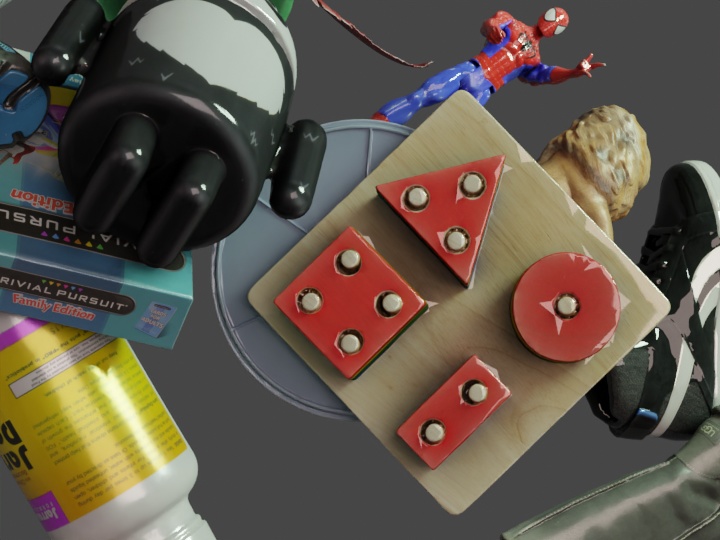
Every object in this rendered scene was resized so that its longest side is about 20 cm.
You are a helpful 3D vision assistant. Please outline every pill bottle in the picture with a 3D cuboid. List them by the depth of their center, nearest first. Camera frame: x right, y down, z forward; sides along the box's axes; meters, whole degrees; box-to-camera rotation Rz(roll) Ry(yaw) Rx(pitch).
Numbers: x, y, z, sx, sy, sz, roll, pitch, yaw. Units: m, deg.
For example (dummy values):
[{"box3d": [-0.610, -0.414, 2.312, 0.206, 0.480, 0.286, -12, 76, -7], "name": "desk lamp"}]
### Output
[{"box3d": [-0.170, 0.104, 1.263, 0.104, 0.104, 0.200, -31, 93, -21], "name": "pill bottle"}]

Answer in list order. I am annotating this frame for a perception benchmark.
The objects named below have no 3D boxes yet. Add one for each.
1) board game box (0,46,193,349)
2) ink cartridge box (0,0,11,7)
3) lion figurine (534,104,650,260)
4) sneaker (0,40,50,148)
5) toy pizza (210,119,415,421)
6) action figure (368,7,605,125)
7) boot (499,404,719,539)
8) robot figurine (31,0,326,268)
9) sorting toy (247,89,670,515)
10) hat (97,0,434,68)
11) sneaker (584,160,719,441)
[{"box3d": [-0.182, -0.051, 1.253, 0.151, 0.047, 0.200, 13, 39, -18], "name": "board game box"}, {"box3d": [-0.304, -0.203, 1.272, 0.200, 0.083, 0.147, -37, 95, -21], "name": "ink cartridge box"}, {"box3d": [0.113, -0.042, 1.404, 0.199, 0.072, 0.123, -12, 76, -12], "name": "lion figurine"}, {"box3d": [-0.285, -0.118, 1.185, 0.199, 0.082, 0.073, 12, 111, -27], "name": "sneaker"}, {"box3d": [0.000, 0.000, 1.355, 0.199, 0.032, 0.201, 0, 86, 3], "name": "toy pizza"}, {"box3d": [0.083, -0.126, 1.395, 0.200, 0.099, 0.065, -40, 104, -23], "name": "action figure"}, {"box3d": [0.209, 0.199, 1.403, 0.200, 0.073, 0.182, -36, 114, -14], "name": "boot"}, {"box3d": [-0.106, -0.094, 1.201, 0.200, 0.124, 0.151, -74, 145, -50], "name": "robot figurine"}, {"box3d": [0.062, 0.019, 1.299, 0.199, 0.070, 0.200, -44, 85, 0], "name": "sorting toy"}, {"box3d": [-0.084, -0.202, 1.380, 0.165, 0.176, 0.201, -21, 88, 21], "name": "hat"}, {"box3d": [0.201, 0.019, 1.427, 0.112, 0.073, 0.201, 2, 83, -21], "name": "sneaker"}]
